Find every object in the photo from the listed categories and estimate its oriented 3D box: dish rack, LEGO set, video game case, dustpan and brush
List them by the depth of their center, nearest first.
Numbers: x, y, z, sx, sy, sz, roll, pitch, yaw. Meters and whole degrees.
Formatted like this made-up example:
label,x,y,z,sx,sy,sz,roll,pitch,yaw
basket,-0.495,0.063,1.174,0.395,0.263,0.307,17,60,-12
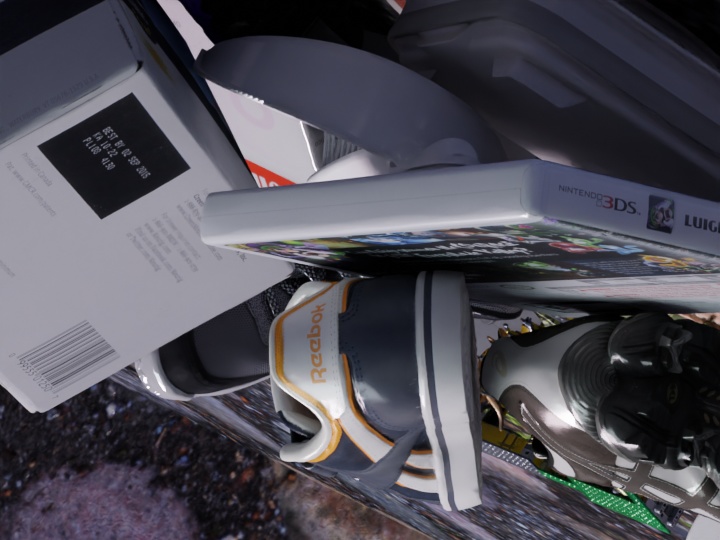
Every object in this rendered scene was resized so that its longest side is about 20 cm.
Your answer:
label,x,y,z,sx,sy,sz,roll,pitch,yaw
video game case,0.069,-0.009,1.052,0.181,0.023,0.200,11,172,-35
dustpan and brush,0.013,-0.045,1.107,0.139,0.057,0.200,30,164,-16
dish rack,0.104,-0.051,1.127,0.200,0.044,0.172,33,171,-16
LEGO set,0.114,0.042,1.532,0.200,0.116,0.154,16,159,51

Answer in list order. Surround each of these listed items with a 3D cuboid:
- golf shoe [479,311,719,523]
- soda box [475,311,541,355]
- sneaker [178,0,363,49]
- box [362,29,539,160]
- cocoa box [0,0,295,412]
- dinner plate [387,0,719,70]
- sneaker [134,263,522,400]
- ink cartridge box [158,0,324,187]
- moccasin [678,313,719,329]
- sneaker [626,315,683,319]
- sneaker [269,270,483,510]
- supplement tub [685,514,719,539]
label,x,y,z,sx,sy,sz,roll,pitch,yaw
golf shoe,0.124,0.059,1.182,0.094,0.078,0.200,6,163,36
soda box,0.131,0.055,1.688,0.199,0.068,0.063,24,171,35
sneaker,-0.039,-0.120,1.186,0.100,0.070,0.200,47,-179,6
box,0.063,-0.049,1.420,0.156,0.041,0.200,20,166,48
cocoa box,-0.132,-0.058,1.161,0.132,0.133,0.200,63,-176,28
dinner plate,0.092,-0.089,1.166,0.200,0.024,0.200,30,171,5
sneaker,0.000,0.000,1.259,0.114,0.200,0.076,4,117,52
ink cartridge box,-0.055,-0.063,1.399,0.162,0.057,0.201,26,139,41
moccasin,0.190,0.025,1.248,0.200,0.078,0.074,17,-151,13
sneaker,0.179,0.014,1.331,0.200,0.067,0.090,27,172,-23
sneaker,0.008,0.045,1.129,0.079,0.079,0.200,-4,161,5
supplement tub,0.245,0.140,1.381,0.140,0.141,0.200,25,-165,25
